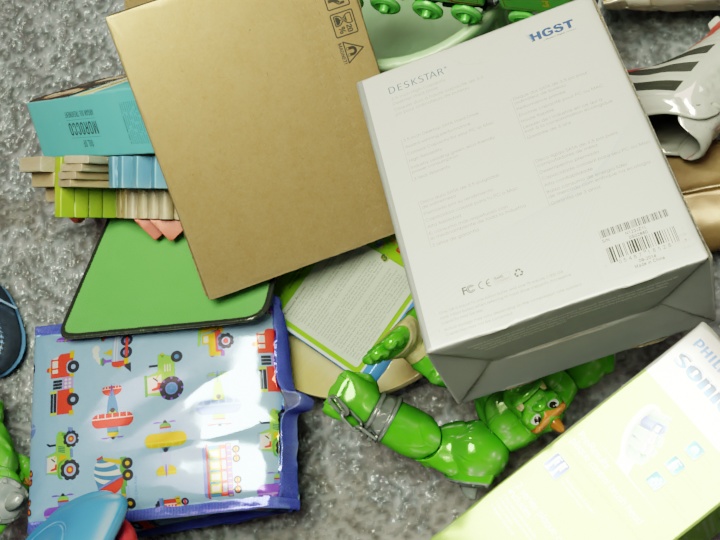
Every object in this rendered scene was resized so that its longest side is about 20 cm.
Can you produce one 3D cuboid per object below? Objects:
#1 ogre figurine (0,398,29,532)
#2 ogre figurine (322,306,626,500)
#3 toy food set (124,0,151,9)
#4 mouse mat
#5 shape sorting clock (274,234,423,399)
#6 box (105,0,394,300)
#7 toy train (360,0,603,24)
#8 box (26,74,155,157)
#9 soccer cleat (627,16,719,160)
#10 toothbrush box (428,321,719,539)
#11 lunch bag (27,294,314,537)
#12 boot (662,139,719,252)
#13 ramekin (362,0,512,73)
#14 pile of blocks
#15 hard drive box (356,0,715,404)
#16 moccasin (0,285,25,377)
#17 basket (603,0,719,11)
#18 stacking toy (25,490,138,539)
[{"bbox_3d":[-0.310,0.162,0.799,0.120,0.098,0.200,-38,23,0],"label":"ogre figurine"},{"bbox_3d":[0.087,0.057,0.695,0.200,0.098,0.120,-42,90,-23],"label":"ogre figurine"},{"bbox_3d":[-0.116,-0.180,0.819,0.049,0.198,0.200,-29,57,-35],"label":"toy food set"},{"bbox_3d":[-0.129,-0.026,0.810,0.161,0.008,0.200,-6,42,15],"label":"mouse mat"},{"bbox_3d":[0.000,0.000,0.790,0.200,0.039,0.200,-7,67,17],"label":"shape sorting clock"},{"bbox_3d":[-0.060,-0.099,0.721,0.163,0.021,0.200,-20,104,-6],"label":"box"},{"bbox_3d":[0.062,-0.194,0.716,0.200,0.056,0.042,12,77,21],"label":"toy train"},{"bbox_3d":[-0.173,-0.122,0.817,0.200,0.082,0.049,5,116,50],"label":"box"},{"bbox_3d":[0.229,-0.118,0.698,0.200,0.069,0.085,-21,55,10],"label":"soccer cleat"},{"bbox_3d":[0.155,0.140,0.634,0.200,0.146,0.086,-39,64,4],"label":"toothbrush box"},{"bbox_3d":[-0.128,0.104,0.761,0.200,0.094,0.151,-12,69,21],"label":"lunch bag"},{"bbox_3d":[0.219,-0.016,0.711,0.200,0.066,0.175,-8,58,16],"label":"boot"},{"bbox_3d":[0.038,-0.222,0.819,0.200,0.098,0.200,-6,71,17],"label":"ramekin"},{"bbox_3d":[-0.171,-0.053,0.797,0.200,0.082,0.062,2,94,28],"label":"pile of blocks"},{"bbox_3d":[0.097,-0.045,0.629,0.156,0.077,0.200,-19,57,10],"label":"hard drive box"},{"bbox_3d":[-0.356,0.012,0.893,0.080,0.068,0.200,-46,65,0],"label":"moccasin"},{"bbox_3d":[0.221,-0.283,0.742,0.176,0.139,0.200,6,106,20],"label":"basket"},{"bbox_3d":[-0.140,0.248,0.698,0.116,0.200,0.110,-32,23,31],"label":"stacking toy"}]
